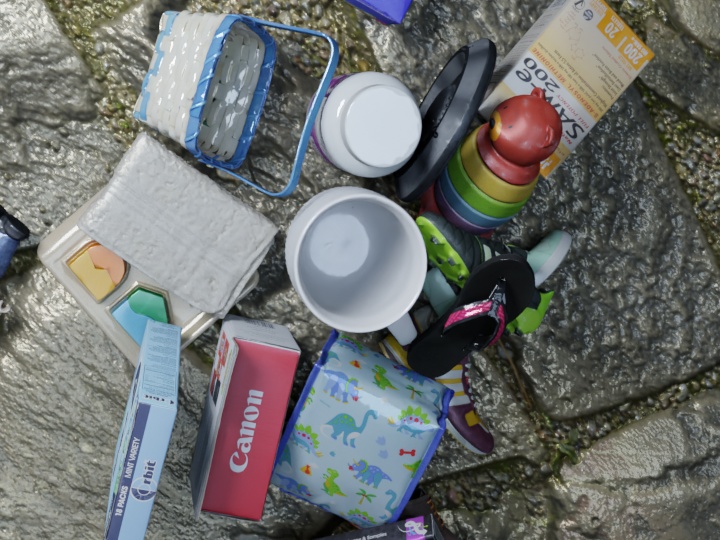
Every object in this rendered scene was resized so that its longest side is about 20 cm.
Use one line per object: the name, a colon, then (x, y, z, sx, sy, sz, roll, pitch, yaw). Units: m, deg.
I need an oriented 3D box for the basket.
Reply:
basket: (-0.132, -0.194, 1.199, 0.198, 0.139, 0.179, 23, 95, 24)

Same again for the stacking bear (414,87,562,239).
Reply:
stacking bear: (0.151, -0.119, 1.241, 0.112, 0.200, 0.123, 12, 55, -22)

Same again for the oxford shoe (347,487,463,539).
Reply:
oxford shoe: (0.080, 0.316, 1.372, 0.198, 0.071, 0.074, 27, 89, -13)

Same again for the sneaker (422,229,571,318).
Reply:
sneaker: (0.160, -0.015, 1.331, 0.200, 0.074, 0.119, -39, 88, -19)

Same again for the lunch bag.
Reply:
lunch bag: (-0.005, 0.200, 1.290, 0.168, 0.128, 0.202, 25, 112, 3)

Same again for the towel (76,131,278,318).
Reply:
towel: (-0.201, -0.048, 1.245, 0.199, 0.034, 0.133, 36, 90, -17)

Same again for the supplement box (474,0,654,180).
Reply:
supplement box: (0.234, -0.224, 1.317, 0.126, 0.074, 0.201, 41, 90, -13)

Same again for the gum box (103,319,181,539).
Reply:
gum box: (-0.235, 0.174, 1.204, 0.044, 0.200, 0.173, 13, 108, -12)

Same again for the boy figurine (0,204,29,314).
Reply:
boy figurine: (-0.448, 0.019, 1.225, 0.124, 0.064, 0.201, 36, 91, -14)

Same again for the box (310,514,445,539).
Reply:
box: (0.013, 0.361, 1.318, 0.197, 0.036, 0.144, -15, 131, 12)

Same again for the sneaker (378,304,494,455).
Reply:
sneaker: (0.114, 0.136, 1.348, 0.090, 0.075, 0.200, -41, 105, 3)

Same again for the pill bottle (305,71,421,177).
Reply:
pill bottle: (0.005, -0.161, 1.216, 0.110, 0.200, 0.115, -2, 99, -11)

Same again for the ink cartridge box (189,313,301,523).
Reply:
ink cartridge box: (-0.132, 0.170, 1.252, 0.082, 0.176, 0.204, 12, 97, -12)

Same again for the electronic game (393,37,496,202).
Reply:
electronic game: (0.093, -0.167, 1.233, 0.041, 0.200, 0.202, 27, 93, -12)

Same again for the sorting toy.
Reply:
sorting toy: (-0.242, -0.007, 1.275, 0.184, 0.036, 0.201, -40, 103, -3)

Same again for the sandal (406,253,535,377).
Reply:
sandal: (0.123, 0.062, 1.217, 0.074, 0.045, 0.200, 31, 123, -15)

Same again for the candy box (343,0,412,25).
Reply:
candy box: (0.011, -0.406, 1.245, 0.167, 0.077, 0.202, 27, 91, -15)

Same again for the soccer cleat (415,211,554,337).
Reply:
soccer cleat: (0.140, -0.009, 1.250, 0.200, 0.067, 0.082, 43, 72, -22)

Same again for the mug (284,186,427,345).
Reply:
mug: (0.000, 0.000, 1.253, 0.147, 0.175, 0.201, -37, 104, -3)
